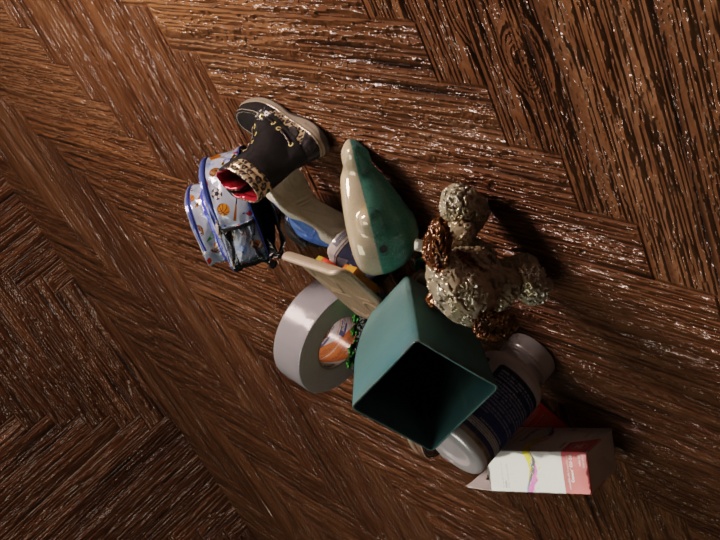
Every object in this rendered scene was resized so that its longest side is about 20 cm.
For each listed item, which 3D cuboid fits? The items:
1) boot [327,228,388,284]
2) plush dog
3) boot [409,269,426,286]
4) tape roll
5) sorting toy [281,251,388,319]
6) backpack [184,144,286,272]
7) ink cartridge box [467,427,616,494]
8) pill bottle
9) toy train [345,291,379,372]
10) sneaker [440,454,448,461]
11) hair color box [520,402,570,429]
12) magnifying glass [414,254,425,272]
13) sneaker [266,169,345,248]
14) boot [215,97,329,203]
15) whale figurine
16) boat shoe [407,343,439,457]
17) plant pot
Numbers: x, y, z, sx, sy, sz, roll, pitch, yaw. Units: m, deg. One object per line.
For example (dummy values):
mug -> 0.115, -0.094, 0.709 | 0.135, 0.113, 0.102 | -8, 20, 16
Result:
boot -> 0.000, 0.000, 1.704 | 0.090, 0.073, 0.200 | 43, 176, 11
plush dog -> 0.132, 0.008, 1.353 | 0.200, 0.160, 0.172 | 49, -162, -3
boot -> 0.117, 0.090, 1.668 | 0.175, 0.066, 0.200 | 41, 160, -2
tape roll -> -0.059, 0.113, 1.863 | 0.066, 0.200, 0.201 | 30, 151, 34
sorting toy -> -0.007, 0.031, 1.638 | 0.200, 0.037, 0.185 | 37, 170, -30
backpack -> -0.218, -0.110, 1.820 | 0.200, 0.154, 0.191 | -109, 7, -66
ink cartridge box -> 0.264, 0.280, 1.574 | 0.200, 0.116, 0.068 | -5, 97, 32
pill bottle -> 0.193, 0.188, 1.544 | 0.111, 0.200, 0.111 | 37, 157, 19
toy train -> 0.007, 0.091, 1.830 | 0.042, 0.056, 0.200 | 14, 122, 10
sneaker -> 0.168, 0.257, 1.699 | 0.105, 0.075, 0.201 | 31, 147, 45
hair color box -> 0.240, 0.228, 1.706 | 0.200, 0.061, 0.102 | 41, 156, 13
magnifying glass -> 0.124, -0.018, 1.573 | 0.080, 0.022, 0.200 | 41, 158, 12
sneaker -> -0.110, -0.104, 1.735 | 0.200, 0.077, 0.111 | 37, 157, -23
boot -> -0.162, -0.185, 1.629 | 0.200, 0.151, 0.073 | 29, 151, 36
whale figurine -> 0.025, -0.095, 1.542 | 0.159, 0.103, 0.201 | -98, -4, -75
boat shoe -> 0.114, 0.195, 1.602 | 0.072, 0.076, 0.201 | 23, 118, 50
plant pot -> 0.080, 0.111, 1.475 | 0.141, 0.141, 0.200 | 31, -152, -22
